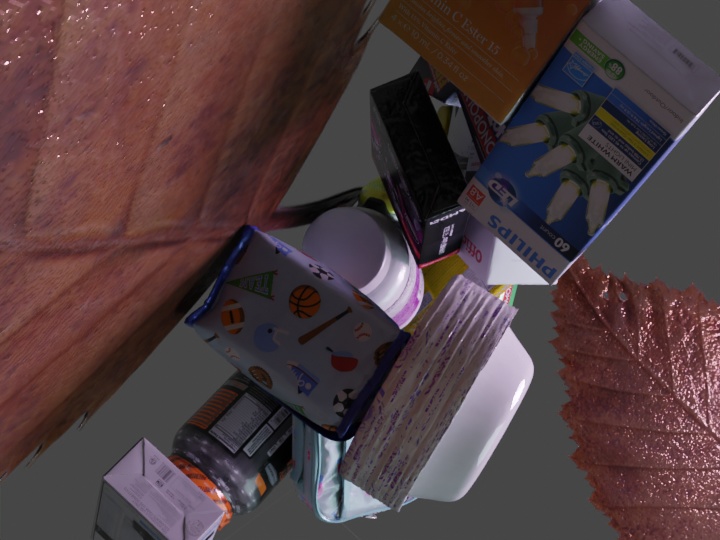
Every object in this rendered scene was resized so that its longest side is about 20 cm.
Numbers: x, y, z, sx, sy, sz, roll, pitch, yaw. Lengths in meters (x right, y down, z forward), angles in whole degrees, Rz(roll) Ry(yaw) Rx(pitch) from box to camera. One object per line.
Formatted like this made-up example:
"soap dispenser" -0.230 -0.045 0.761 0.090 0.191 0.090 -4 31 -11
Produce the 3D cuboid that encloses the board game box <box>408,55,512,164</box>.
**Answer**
"board game box" 0.130 -0.177 1.045 0.061 0.202 0.200 8 144 -37

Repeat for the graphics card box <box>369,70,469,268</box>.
"graphics card box" 0.052 -0.084 1.117 0.050 0.127 0.200 -21 170 -4

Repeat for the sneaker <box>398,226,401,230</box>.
"sneaker" -0.015 0.011 1.400 0.200 0.075 0.087 -42 -176 -19

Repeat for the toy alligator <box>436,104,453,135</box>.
"toy alligator" 0.104 -0.149 1.274 0.054 0.059 0.202 -119 -143 -59

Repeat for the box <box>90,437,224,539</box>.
"box" -0.215 0.266 1.287 0.060 0.116 0.200 -44 171 -31

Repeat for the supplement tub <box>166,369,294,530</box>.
"supplement tub" -0.124 0.183 1.380 0.200 0.122 0.123 -45 171 -27

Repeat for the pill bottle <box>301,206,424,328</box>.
"pill bottle" 0.000 0.000 1.246 0.113 0.112 0.200 -49 165 -2

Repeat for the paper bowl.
"paper bowl" 0.074 0.113 1.055 0.202 0.104 0.201 -59 173 -11

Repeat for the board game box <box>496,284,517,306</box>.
"board game box" 0.095 0.001 1.409 0.029 0.199 0.136 9 97 -44

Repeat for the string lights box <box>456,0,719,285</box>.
"string lights box" 0.162 -0.091 0.905 0.059 0.103 0.201 -41 169 -41

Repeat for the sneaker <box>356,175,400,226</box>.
"sneaker" 0.059 -0.103 1.318 0.200 0.077 0.091 -29 136 -59

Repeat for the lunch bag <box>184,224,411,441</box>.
"lunch bag" -0.046 0.060 1.086 0.124 0.169 0.200 -54 174 0

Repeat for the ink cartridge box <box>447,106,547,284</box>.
"ink cartridge box" 0.144 -0.105 1.189 0.145 0.083 0.202 -127 -139 -58

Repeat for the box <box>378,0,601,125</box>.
"box" 0.126 -0.228 0.893 0.201 0.124 0.097 -55 170 29

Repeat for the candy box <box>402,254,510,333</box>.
"candy box" 0.100 0.007 1.357 0.026 0.103 0.200 -4 146 -50

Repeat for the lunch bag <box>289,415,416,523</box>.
"lunch bag" 0.000 0.173 1.344 0.159 0.077 0.203 -11 111 -29
